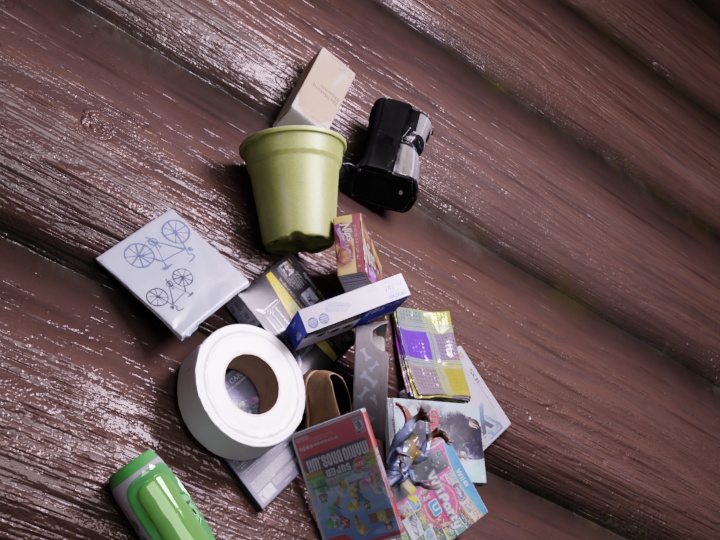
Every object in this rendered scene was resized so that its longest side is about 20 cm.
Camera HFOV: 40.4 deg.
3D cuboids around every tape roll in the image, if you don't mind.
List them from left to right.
[{"bbox_3d":[-0.187,0.190,1.537,0.199,0.071,0.206,19,55,-29],"label":"tape roll"}]

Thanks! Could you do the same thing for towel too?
[{"bbox_3d":[0.133,0.158,1.846,0.141,0.023,0.203,9,52,-28],"label":"towel"}]

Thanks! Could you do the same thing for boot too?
[{"bbox_3d":[-0.046,0.263,1.591,0.073,0.075,0.205,-13,94,-43],"label":"boot"}]

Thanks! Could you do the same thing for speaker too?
[{"bbox_3d":[-0.273,0.358,1.383,0.088,0.088,0.202,-31,86,-45],"label":"speaker"}]

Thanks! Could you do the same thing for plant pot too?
[{"bbox_3d":[-0.116,-0.132,1.746,0.197,0.199,0.189,6,73,-36],"label":"plant pot"}]

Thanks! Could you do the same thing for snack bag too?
[{"bbox_3d":[-0.298,0.003,1.589,0.199,0.022,0.188,40,43,7],"label":"snack bag"}]

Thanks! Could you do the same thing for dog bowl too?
[{"bbox_3d":[0.016,0.185,1.652,0.057,0.202,0.204,1,58,0],"label":"dog bowl"}]

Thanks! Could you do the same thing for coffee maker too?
[{"bbox_3d":[0.043,-0.244,1.959,0.190,0.134,0.203,30,49,-20],"label":"coffee maker"}]

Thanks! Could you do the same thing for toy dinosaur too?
[{"bbox_3d":[0.071,0.323,1.604,0.181,0.199,0.106,-44,106,-17],"label":"toy dinosaur"}]

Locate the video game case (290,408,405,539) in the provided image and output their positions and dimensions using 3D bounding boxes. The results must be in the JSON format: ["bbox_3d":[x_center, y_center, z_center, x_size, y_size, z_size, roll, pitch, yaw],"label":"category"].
[{"bbox_3d":[-0.022,0.336,1.543,0.017,0.141,0.204,-3,72,-64],"label":"video game case"}]

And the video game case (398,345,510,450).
[{"bbox_3d":[0.181,0.262,1.847,0.199,0.022,0.184,-30,85,-45],"label":"video game case"}]

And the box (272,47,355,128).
[{"bbox_3d":[-0.091,-0.339,1.947,0.094,0.077,0.202,35,48,-17],"label":"box"}]

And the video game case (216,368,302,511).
[{"bbox_3d":[-0.175,0.261,1.565,0.201,0.019,0.142,52,45,0],"label":"video game case"}]

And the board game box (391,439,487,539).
[{"bbox_3d":[0.099,0.397,1.650,0.198,0.064,0.149,-27,84,-35],"label":"board game box"}]

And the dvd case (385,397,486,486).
[{"bbox_3d":[0.134,0.308,1.755,0.196,0.022,0.149,8,65,-24],"label":"dvd case"}]

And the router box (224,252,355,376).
[{"bbox_3d":[-0.116,0.091,1.688,0.201,0.052,0.157,52,45,-1],"label":"router box"}]

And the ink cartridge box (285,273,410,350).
[{"bbox_3d":[-0.021,0.069,1.633,0.197,0.094,0.045,-20,76,-24],"label":"ink cartridge box"}]

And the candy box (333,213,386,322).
[{"bbox_3d":[0.000,0.000,1.751,0.055,0.201,0.119,-9,61,7],"label":"candy box"}]
